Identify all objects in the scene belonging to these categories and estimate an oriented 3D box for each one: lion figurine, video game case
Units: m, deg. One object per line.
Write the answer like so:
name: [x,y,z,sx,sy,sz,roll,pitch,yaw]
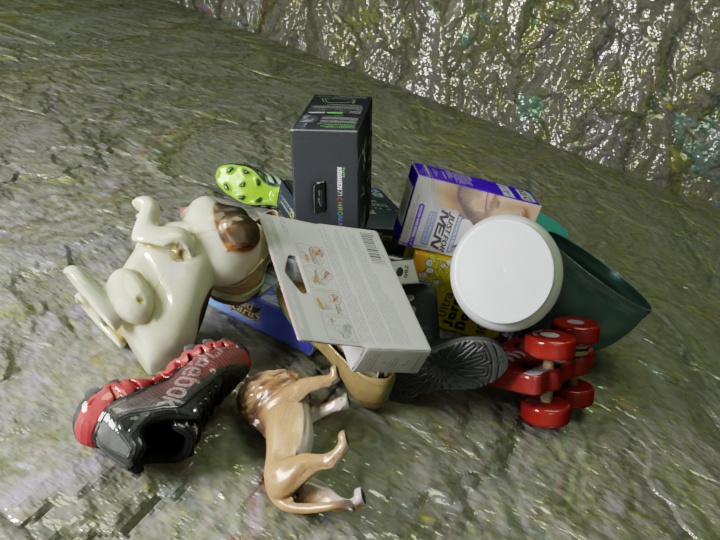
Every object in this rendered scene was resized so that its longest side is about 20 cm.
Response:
lion figurine: [-0.067,0.166,0.707,0.119,0.074,0.202,-18,33,4]
video game case: [-0.112,0.025,1.017,0.196,0.046,0.181,25,25,14]

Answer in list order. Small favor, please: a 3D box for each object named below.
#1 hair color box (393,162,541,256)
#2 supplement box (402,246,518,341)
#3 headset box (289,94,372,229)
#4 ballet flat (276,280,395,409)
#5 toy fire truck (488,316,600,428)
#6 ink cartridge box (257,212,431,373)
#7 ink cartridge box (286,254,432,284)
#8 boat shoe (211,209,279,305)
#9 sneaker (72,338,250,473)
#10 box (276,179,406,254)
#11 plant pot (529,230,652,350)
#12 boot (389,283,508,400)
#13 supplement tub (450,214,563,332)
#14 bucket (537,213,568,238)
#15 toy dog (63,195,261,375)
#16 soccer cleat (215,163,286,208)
hair color box: [0.158,-0.079,1.082,0.194,0.112,0.065,11,24,-12]
supplement box: [0.159,0.024,1.138,0.195,0.111,0.110,15,23,-6]
headset box: [-0.036,-0.133,1.011,0.090,0.179,0.201,2,27,5]
ballet flat: [-0.026,0.073,0.877,0.201,0.063,0.068,48,42,16]
toy fire truck: [0.228,0.124,0.993,0.165,0.116,0.198,11,15,38]
ink cartridge box: [-0.028,0.025,0.841,0.172,0.045,0.203,7,41,-31]
ink cartridge box: [0.000,0.000,1.006,0.196,0.040,0.098,-3,8,-40]
boat shoe: [-0.149,-0.028,0.953,0.070,0.078,0.201,19,26,-2]
sneaker: [-0.171,0.132,0.704,0.097,0.072,0.198,32,33,27]
box: [-0.023,-0.088,1.192,0.195,0.052,0.158,2,31,-28]
plant pot: [0.339,0.052,1.147,0.197,0.136,0.201,30,18,-11]
boot: [0.101,0.082,0.968,0.160,0.067,0.201,-10,22,5]
supplement tub: [0.195,0.005,0.956,0.142,0.148,0.200,24,4,14]
bucket: [0.269,-0.033,1.306,0.201,0.138,0.208,14,23,-6]
toy dog: [-0.196,0.002,0.802,0.193,0.140,0.200,41,68,9]
soccer cleat: [-0.173,-0.148,1.346,0.195,0.069,0.081,16,5,-8]
